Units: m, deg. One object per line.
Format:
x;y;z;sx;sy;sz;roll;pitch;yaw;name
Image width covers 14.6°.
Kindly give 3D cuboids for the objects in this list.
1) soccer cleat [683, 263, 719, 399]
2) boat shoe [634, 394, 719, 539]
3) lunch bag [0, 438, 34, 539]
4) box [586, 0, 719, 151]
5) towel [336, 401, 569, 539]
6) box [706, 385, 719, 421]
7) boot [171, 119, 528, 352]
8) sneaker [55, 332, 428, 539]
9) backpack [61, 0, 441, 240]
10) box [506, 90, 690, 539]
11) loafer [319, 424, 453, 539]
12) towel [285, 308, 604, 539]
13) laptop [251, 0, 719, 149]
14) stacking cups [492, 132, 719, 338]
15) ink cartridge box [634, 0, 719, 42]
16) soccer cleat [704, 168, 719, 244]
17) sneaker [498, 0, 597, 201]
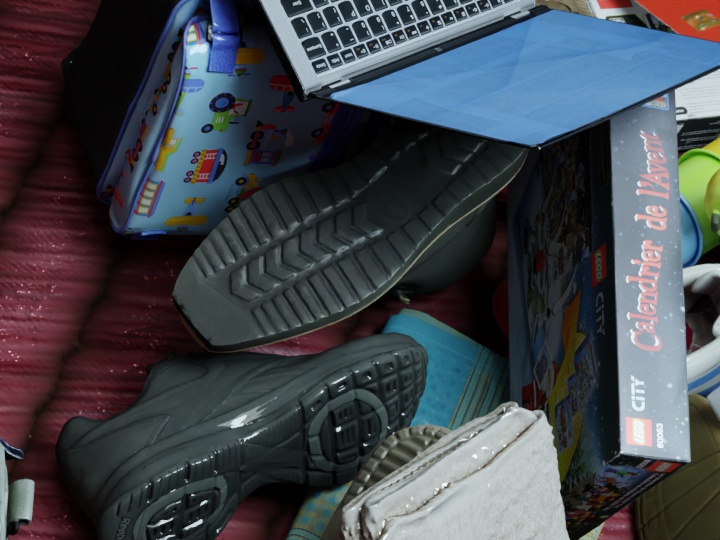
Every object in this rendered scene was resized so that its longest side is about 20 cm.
0.204;0.031;1.494;0.199;0.086;0.070;-9;61;-31;soccer cleat
0.193;0.156;1.422;0.065;0.073;0.201;19;46;-37;boat shoe
-0.249;0.131;1.178;0.199;0.168;0.140;2;56;-23;lunch bag
0.222;-0.128;1.649;0.199;0.035;0.111;-7;60;-27;box
0.054;0.171;1.287;0.034;0.201;0.132;10;31;43;towel
0.321;0.055;1.425;0.199;0.199;0.131;-4;56;-49;box
0.000;0.000;1.411;0.199;0.139;0.078;-30;70;-15;boot
-0.057;0.067;1.363;0.199;0.076;0.091;-20;45;-29;sneaker
-0.031;-0.104;1.432;0.199;0.183;0.135;3;50;-27;backpack
0.114;0.017;1.383;0.037;0.137;0.201;7;68;-18;box
-0.001;0.167;1.303;0.075;0.068;0.200;22;69;45;loafer
0.046;0.123;1.407;0.146;0.022;0.201;27;52;-2;towel
0.053;-0.148;1.327;0.187;0.116;0.201;-24;87;-47;laptop
0.154;-0.020;1.527;0.199;0.061;0.061;-28;71;-36;stacking cups
0.190;-0.215;1.649;0.162;0.057;0.200;-21;42;-33;ink cartridge box
0.251;-0.042;1.541;0.199;0.064;0.084;14;75;-46;soccer cleat
0.093;-0.100;1.564;0.071;0.113;0.200;6;25;-16;sneaker
